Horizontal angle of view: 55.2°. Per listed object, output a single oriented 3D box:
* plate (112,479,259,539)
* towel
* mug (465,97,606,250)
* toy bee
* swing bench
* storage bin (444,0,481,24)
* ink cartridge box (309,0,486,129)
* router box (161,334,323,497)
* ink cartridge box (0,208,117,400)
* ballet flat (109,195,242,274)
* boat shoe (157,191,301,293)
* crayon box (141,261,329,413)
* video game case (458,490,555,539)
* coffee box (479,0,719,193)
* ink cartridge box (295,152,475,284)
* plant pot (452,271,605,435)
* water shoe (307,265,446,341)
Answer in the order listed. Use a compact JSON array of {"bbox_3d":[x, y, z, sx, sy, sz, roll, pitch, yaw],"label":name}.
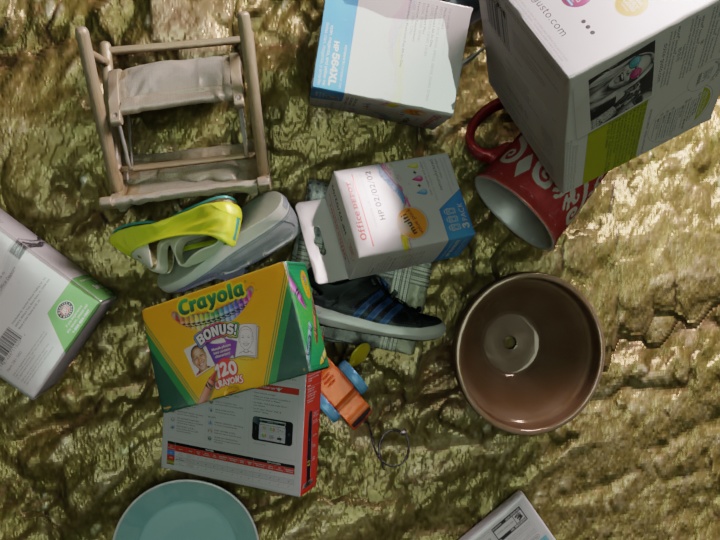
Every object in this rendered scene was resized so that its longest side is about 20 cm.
[{"bbox_3d":[-0.230,0.373,0.915,0.194,0.026,0.207,0,94,-5],"label":"plate"},{"bbox_3d":[0.000,0.000,0.911,0.187,0.035,0.206,12,91,-9],"label":"towel"},{"bbox_3d":[0.243,-0.161,0.868,0.177,0.133,0.201,44,86,-17],"label":"mug"},{"bbox_3d":[-0.029,0.166,0.877,0.128,0.109,0.204,-21,78,-7],"label":"toy bee"},{"bbox_3d":[-0.214,-0.185,0.825,0.193,0.130,0.206,-7,100,-6],"label":"swing bench"},{"bbox_3d":[0.162,-0.423,0.849,0.132,0.144,0.205,-23,97,-31],"label":"storage bin"},{"bbox_3d":[0.043,-0.256,0.842,0.194,0.129,0.129,10,94,-6],"label":"ink cartridge box"},{"bbox_3d":[-0.144,0.160,0.834,0.195,0.049,0.185,5,93,21],"label":"router box"},{"bbox_3d":[-0.426,0.032,0.839,0.199,0.084,0.147,38,90,-7],"label":"ink cartridge box"},{"bbox_3d":[-0.226,-0.033,0.826,0.195,0.066,0.069,-14,74,24],"label":"ballet flat"},{"bbox_3d":[-0.162,-0.019,0.866,0.198,0.071,0.072,-31,128,10],"label":"boat shoe"},{"bbox_3d":[-0.142,0.076,0.773,0.195,0.058,0.122,-18,82,20],"label":"crayon box"},{"bbox_3d":[0.199,0.442,0.964,0.198,0.024,0.184,-37,97,-3],"label":"video game case"},{"bbox_3d":[0.256,-0.250,0.739,0.194,0.201,0.203,-26,60,2],"label":"coffee box"},{"bbox_3d":[0.028,-0.064,0.847,0.195,0.068,0.118,-12,71,-18],"label":"ink cartridge box"},{"bbox_3d":[0.209,0.101,0.904,0.195,0.093,0.207,-1,95,-6],"label":"plant pot"},{"bbox_3d":[0.018,0.039,0.863,0.194,0.071,0.081,9,88,-10],"label":"water shoe"}]
